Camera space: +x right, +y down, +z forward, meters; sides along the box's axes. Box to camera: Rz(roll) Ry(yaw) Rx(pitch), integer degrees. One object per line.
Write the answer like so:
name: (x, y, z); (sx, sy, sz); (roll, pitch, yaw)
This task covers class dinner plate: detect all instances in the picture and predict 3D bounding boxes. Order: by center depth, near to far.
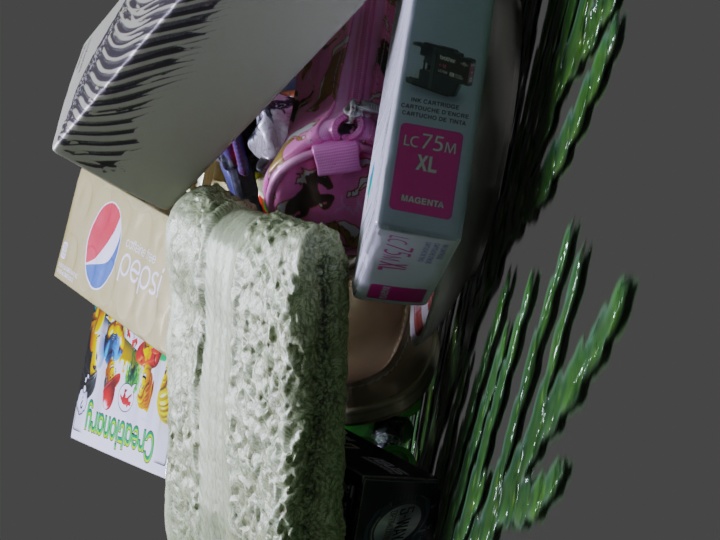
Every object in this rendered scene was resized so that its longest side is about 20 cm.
dinner plate: (0.051, -0.062, 0.991); (0.200, 0.024, 0.201); (-170, 90, -86)

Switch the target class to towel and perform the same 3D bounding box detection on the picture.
towel: (-0.051, 0.068, 0.977); (0.148, 0.036, 0.201); (20, 109, 59)

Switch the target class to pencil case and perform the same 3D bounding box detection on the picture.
pencil case: (0.004, -0.104, 1.036); (0.086, 0.083, 0.200); (-29, 39, 37)

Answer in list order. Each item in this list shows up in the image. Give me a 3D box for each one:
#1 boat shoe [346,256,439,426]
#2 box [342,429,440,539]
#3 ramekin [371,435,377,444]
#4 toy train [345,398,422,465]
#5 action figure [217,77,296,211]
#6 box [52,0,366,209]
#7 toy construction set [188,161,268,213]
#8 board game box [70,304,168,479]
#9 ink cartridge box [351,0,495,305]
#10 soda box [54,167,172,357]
boat shoe: (0.000, 0.000, 1.096); (0.200, 0.072, 0.065); (-85, -19, -53)
box: (-0.035, 0.175, 1.030); (0.160, 0.043, 0.201); (19, 101, 59)
ramekin: (-0.040, 0.114, 1.329); (0.200, 0.105, 0.201); (-170, 90, -86)
toy train: (0.004, 0.065, 1.131); (0.042, 0.056, 0.200); (104, 174, -51)
action figure: (-0.043, -0.133, 1.125); (0.200, 0.104, 0.194); (77, -175, -49)
box: (-0.061, -0.118, 0.971); (0.200, 0.068, 0.082); (-44, 27, 41)
toy construction set: (-0.049, -0.038, 1.264); (0.092, 0.200, 0.131); (-8, -52, -50)
board game box: (-0.124, 0.054, 1.295); (0.200, 0.035, 0.127); (-175, 95, -67)
ink cartridge box: (0.032, -0.095, 0.888); (0.119, 0.042, 0.201); (111, 166, -76)
soda box: (-0.099, -0.001, 1.149); (0.200, 0.064, 0.068); (28, 104, 62)
